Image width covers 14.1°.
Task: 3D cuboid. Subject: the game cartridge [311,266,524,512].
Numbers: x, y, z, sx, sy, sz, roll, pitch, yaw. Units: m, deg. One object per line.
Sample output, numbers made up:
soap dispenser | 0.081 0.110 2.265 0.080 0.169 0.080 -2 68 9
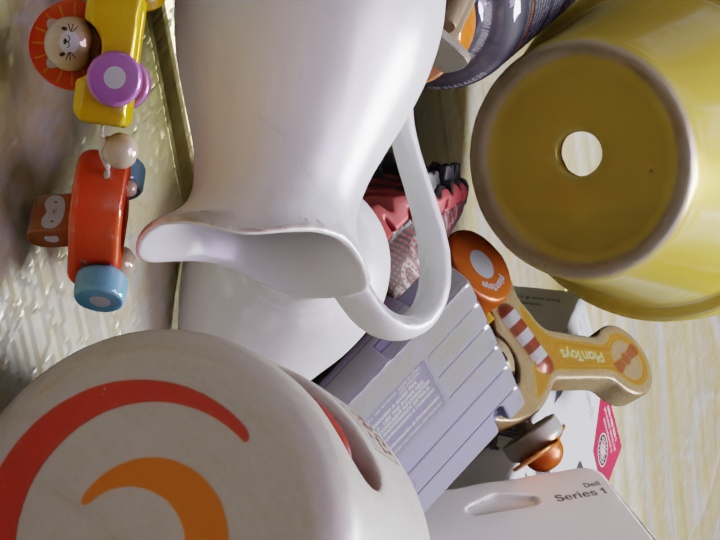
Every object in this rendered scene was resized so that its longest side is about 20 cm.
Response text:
game cartridge | -0.005 0.099 1.468 0.200 0.038 0.130 -46 141 -14

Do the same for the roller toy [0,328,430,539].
roller toy | -0.065 0.125 1.226 0.140 0.199 0.183 35 57 -66

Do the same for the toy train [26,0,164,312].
toy train | -0.114 -0.093 1.247 0.150 0.055 0.200 100 -3 -65

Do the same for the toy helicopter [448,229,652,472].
toy helicopter | 0.100 0.058 1.625 0.200 0.079 0.133 6 55 -47

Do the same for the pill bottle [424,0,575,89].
pill bottle | 0.056 -0.162 1.565 0.200 0.106 0.107 -44 134 -59

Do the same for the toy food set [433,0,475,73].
toy food set | 0.027 -0.208 1.443 0.143 0.060 0.200 38 50 -15

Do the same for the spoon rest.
spoon rest | -0.058 0.037 1.381 0.200 0.099 0.061 -60 -179 -24

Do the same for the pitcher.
pitcher | -0.012 -0.080 1.308 0.171 0.121 0.201 29 62 -43

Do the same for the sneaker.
sneaker | 0.000 0.000 1.513 0.200 0.071 0.098 -37 128 -59

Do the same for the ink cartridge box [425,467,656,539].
ink cartridge box | 0.074 0.221 1.589 0.144 0.084 0.200 -8 122 -23

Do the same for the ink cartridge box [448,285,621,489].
ink cartridge box | 0.080 0.130 1.719 0.145 0.083 0.200 72 31 -43

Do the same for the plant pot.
plant pot | 0.154 -0.067 1.617 0.189 0.200 0.201 -8 103 -65
